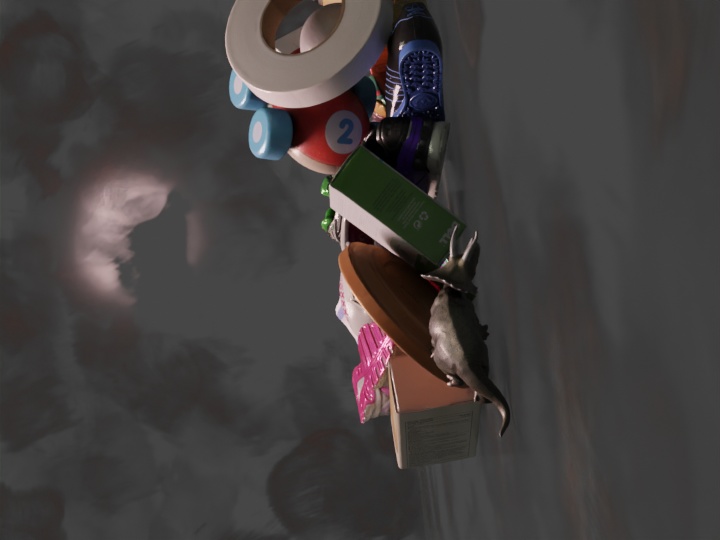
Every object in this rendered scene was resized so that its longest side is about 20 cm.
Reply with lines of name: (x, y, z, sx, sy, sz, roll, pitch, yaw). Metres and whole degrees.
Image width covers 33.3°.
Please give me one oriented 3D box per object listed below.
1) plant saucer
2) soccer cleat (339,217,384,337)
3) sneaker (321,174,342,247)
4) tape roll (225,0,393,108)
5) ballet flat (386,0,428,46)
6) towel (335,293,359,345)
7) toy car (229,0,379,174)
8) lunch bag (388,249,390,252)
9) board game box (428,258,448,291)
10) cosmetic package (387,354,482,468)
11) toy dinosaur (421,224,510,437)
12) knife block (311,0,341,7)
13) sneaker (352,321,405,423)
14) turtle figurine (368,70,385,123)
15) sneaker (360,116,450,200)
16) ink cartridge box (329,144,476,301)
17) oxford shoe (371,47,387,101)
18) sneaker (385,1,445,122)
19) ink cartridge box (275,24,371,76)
plant saucer: (0.059, 0.042, 1.294, 0.200, 0.032, 0.200, 41, -165, -13)
soccer cleat: (0.000, 0.000, 1.575, 0.086, 0.069, 0.201, -45, -47, -75)
sneaker: (-0.007, -0.054, 1.668, 0.078, 0.085, 0.201, -83, -15, -60)
tape roll: (-0.059, -0.282, 1.375, 0.037, 0.202, 0.204, 44, -146, -57)
ballet flat: (0.054, -0.304, 1.467, 0.200, 0.070, 0.071, -132, 35, -86)
towel: (0.026, 0.113, 1.690, 0.201, 0.024, 0.147, 58, 163, 14)
toy car: (-0.029, -0.238, 1.435, 0.200, 0.183, 0.177, -60, 40, 38)
lunch bag: (0.078, -0.001, 1.632, 0.161, 0.077, 0.201, -94, -2, -67)
board game box: (0.063, 0.038, 1.476, 0.158, 0.039, 0.201, 52, 152, 34)
cosmetic package: (0.087, 0.166, 1.440, 0.200, 0.104, 0.071, 87, 174, -62)
toy dinosaur: (0.092, 0.067, 1.142, 0.102, 0.076, 0.201, 63, -161, -49)
knife block: (-0.018, -0.384, 1.665, 0.064, 0.174, 0.201, 82, 180, -47)
sneaker: (0.044, 0.120, 1.502, 0.200, 0.088, 0.082, 103, 157, -61)
turtle figurine: (0.026, -0.219, 1.655, 0.150, 0.100, 0.200, 61, -172, 24)
sneaker: (0.047, -0.128, 1.396, 0.200, 0.099, 0.070, 93, -171, -70)
ink cartridge box: (0.060, -0.046, 1.333, 0.059, 0.200, 0.104, -52, -5, -9)
oxford shoe: (0.056, -0.224, 1.553, 0.201, 0.071, 0.073, -98, -3, -48)
sneaker: (0.062, -0.217, 1.374, 0.200, 0.070, 0.078, 98, 170, -60)
ink cartridge box: (-0.025, -0.296, 1.735, 0.083, 0.199, 0.147, 46, 157, 32)
